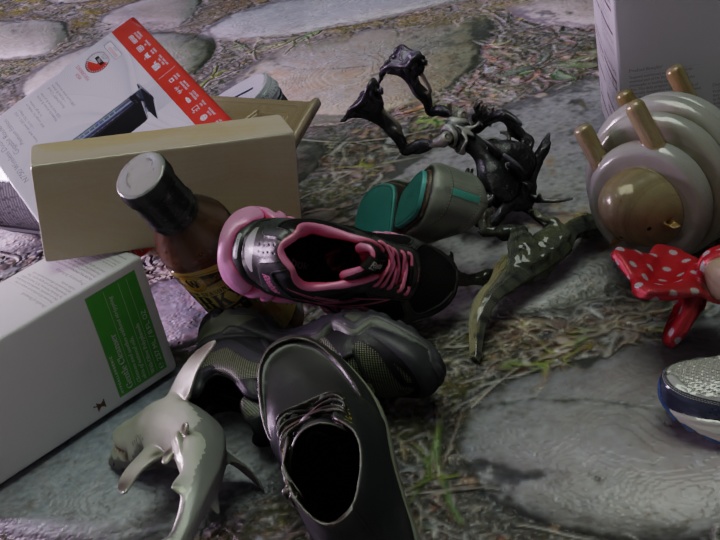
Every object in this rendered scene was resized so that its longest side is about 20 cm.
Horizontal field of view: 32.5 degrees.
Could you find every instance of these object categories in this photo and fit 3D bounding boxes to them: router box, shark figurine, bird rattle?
[{"bbox_3d":[-0.212,-0.105,1.067,0.179,0.049,0.200,-39,54,-8],"label":"router box"},{"bbox_3d":[-0.099,0.135,0.794,0.128,0.089,0.215,-49,24,5],"label":"shark figurine"},{"bbox_3d":[0.276,-0.015,0.814,0.197,0.115,0.163,-11,-2,-12],"label":"bird rattle"}]

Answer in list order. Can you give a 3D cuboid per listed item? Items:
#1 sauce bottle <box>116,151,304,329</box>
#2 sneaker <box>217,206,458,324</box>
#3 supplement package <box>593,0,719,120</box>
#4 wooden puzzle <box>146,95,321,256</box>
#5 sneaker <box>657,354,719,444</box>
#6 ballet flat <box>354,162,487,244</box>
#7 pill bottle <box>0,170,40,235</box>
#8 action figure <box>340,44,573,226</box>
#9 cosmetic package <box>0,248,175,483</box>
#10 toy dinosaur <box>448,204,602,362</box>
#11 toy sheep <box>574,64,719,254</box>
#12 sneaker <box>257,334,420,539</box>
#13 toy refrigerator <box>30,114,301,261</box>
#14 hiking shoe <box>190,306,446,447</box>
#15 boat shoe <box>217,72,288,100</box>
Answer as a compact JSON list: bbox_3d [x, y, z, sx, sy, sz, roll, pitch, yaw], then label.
[{"bbox_3d":[-0.110,-0.011,0.911,0.064,0.200,0.065,-16,50,20],"label":"sauce bottle"},{"bbox_3d":[0.000,0.000,0.885,0.198,0.080,0.095,8,-7,-33],"label":"sneaker"},{"bbox_3d":[0.290,-0.217,1.096,0.149,0.202,0.151,-8,30,7],"label":"supplement package"},{"bbox_3d":[-0.143,-0.079,1.100,0.198,0.047,0.187,4,52,33],"label":"wooden puzzle"},{"bbox_3d":[0.284,0.053,0.766,0.197,0.086,0.077,-6,31,14],"label":"sneaker"},{"bbox_3d":[0.049,-0.043,1.010,0.063,0.068,0.200,12,-8,-15],"label":"ballet flat"},{"bbox_3d":[-0.310,-0.093,1.207,0.197,0.117,0.116,7,35,30],"label":"pill bottle"},{"bbox_3d":[0.087,-0.103,1.071,0.119,0.199,0.102,-52,4,-16],"label":"action figure"},{"bbox_3d":[-0.250,0.071,0.922,0.199,0.109,0.084,-36,36,-32],"label":"cosmetic package"},{"bbox_3d":[0.116,-0.008,0.976,0.087,0.048,0.200,22,48,35],"label":"toy dinosaur"},{"bbox_3d":[0.238,-0.079,0.959,0.136,0.140,0.199,11,32,35],"label":"toy sheep"},{"bbox_3d":[-0.022,0.093,0.744,0.074,0.107,0.201,-27,48,-3],"label":"sneaker"},{"bbox_3d":[-0.150,-0.067,0.955,0.197,0.077,0.070,-9,22,-12],"label":"toy refrigerator"},{"bbox_3d":[-0.037,0.085,0.869,0.197,0.076,0.102,0,50,25],"label":"hiking shoe"},{"bbox_3d":[-0.150,-0.130,1.259,0.198,0.071,0.073,-18,37,34],"label":"boat shoe"}]
